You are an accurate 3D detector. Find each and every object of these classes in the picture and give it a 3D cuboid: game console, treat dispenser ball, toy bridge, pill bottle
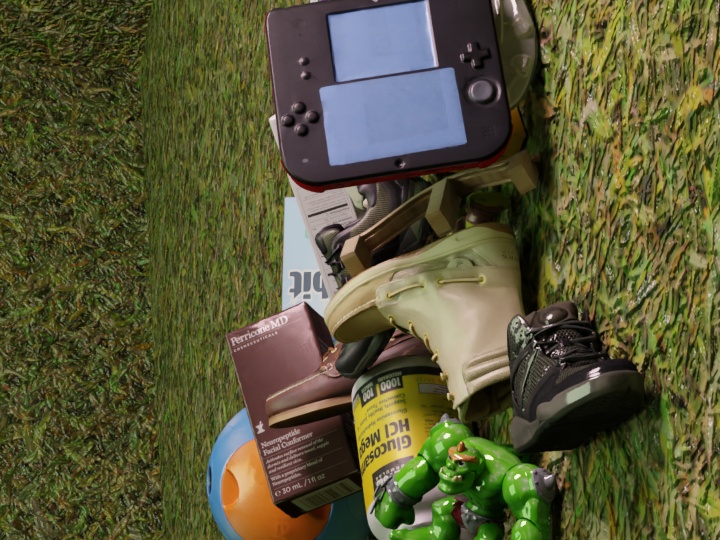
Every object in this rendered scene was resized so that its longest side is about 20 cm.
[{"bbox_3d":[0.023,-0.160,1.569,0.031,0.199,0.178,78,-176,-73],"label":"game console"},{"bbox_3d":[-0.072,0.236,2.047,0.201,0.199,0.202,-178,90,-76],"label":"treat dispenser ball"},{"bbox_3d":[0.074,-0.058,1.625,0.027,0.199,0.067,54,-156,-20],"label":"toy bridge"},{"bbox_3d":[0.056,0.189,1.713,0.113,0.112,0.201,109,158,-50],"label":"pill bottle"}]

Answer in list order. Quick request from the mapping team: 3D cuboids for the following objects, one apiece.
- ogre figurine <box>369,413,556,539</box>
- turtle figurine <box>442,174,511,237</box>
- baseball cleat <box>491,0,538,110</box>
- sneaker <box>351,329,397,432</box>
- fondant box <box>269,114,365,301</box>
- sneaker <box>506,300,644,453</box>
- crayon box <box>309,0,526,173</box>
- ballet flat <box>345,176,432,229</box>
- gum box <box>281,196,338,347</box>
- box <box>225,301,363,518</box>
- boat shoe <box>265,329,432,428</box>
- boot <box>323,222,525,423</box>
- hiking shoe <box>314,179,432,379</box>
[{"bbox_3d":[0.096,0.201,1.562,0.200,0.098,0.121,33,105,64],"label":"ogre figurine"},{"bbox_3d":[0.090,-0.004,1.709,0.200,0.064,0.162,-119,34,-65],"label":"turtle figurine"},{"bbox_3d":[0.122,-0.221,1.651,0.107,0.069,0.201,85,-175,-71],"label":"baseball cleat"},{"bbox_3d":[0.030,0.089,1.883,0.066,0.090,0.201,-151,65,-73],"label":"sneaker"},{"bbox_3d":[-0.023,-0.076,1.845,0.144,0.058,0.201,-56,-51,-75],"label":"fondant box"},{"bbox_3d":[0.157,0.072,1.401,0.199,0.076,0.115,124,139,-74],"label":"sneaker"},{"bbox_3d":[0.047,-0.177,1.687,0.201,0.171,0.058,-101,23,-44],"label":"crayon box"},{"bbox_3d":[0.023,-0.082,1.778,0.073,0.068,0.200,-58,-40,-19],"label":"ballet flat"},{"bbox_3d":[-0.013,0.018,1.996,0.169,0.044,0.201,-1,86,43],"label":"gum box"},{"bbox_3d":[-0.063,0.146,1.927,0.075,0.100,0.201,48,-159,-63],"label":"box"},{"bbox_3d":[-0.004,0.103,1.824,0.070,0.199,0.071,38,-145,-76],"label":"boat shoe"},{"bbox_3d":[0.064,0.064,1.609,0.199,0.073,0.156,-24,65,24],"label":"boot"},{"bbox_3d":[0.000,0.000,1.727,0.076,0.100,0.201,-29,-42,-86],"label":"hiking shoe"}]
